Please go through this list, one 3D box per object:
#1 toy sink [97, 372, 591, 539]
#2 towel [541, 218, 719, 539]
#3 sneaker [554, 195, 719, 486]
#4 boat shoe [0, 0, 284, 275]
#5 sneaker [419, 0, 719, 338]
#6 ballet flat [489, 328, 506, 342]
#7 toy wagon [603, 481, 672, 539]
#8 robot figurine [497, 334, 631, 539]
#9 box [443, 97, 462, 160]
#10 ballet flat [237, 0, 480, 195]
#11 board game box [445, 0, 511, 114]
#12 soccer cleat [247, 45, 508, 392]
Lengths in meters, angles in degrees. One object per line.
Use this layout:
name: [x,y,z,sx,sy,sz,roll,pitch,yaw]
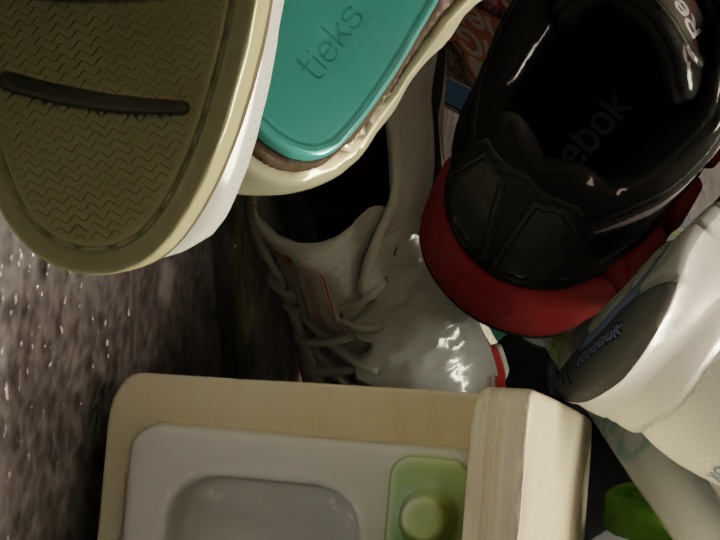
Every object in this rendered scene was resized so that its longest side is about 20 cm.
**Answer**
toy sink: [-0.006,0.095,0.716,0.200,0.112,0.131,25,68,-80]
towel: [0.150,0.053,0.831,0.048,0.171,0.200,-59,-140,26]
sneaker: [0.124,0.014,0.768,0.075,0.087,0.200,-51,173,35]
boat shoe: [-0.043,-0.100,0.596,0.068,0.074,0.201,-7,99,-70]
sneaker: [0.092,-0.073,0.778,0.201,0.071,0.098,-50,168,-17]
ballet flat: [0.056,-0.047,1.055,0.070,0.067,0.201,0,90,-36]
toy wagon: [0.082,0.155,0.798,0.200,0.039,0.156,-49,140,-74]
robot figurine: [0.105,0.086,0.978,0.150,0.199,0.125,6,88,-77]
box: [0.026,-0.039,0.967,0.039,0.041,0.201,68,28,-61]
ballet flat: [0.010,-0.089,0.728,0.200,0.069,0.070,-46,145,-31]
board game box: [0.087,-0.154,0.879,0.159,0.097,0.200,-42,138,-21]
soccer cleat: [0.000,0.000,0.829,0.085,0.068,0.201,-42,131,-59]
